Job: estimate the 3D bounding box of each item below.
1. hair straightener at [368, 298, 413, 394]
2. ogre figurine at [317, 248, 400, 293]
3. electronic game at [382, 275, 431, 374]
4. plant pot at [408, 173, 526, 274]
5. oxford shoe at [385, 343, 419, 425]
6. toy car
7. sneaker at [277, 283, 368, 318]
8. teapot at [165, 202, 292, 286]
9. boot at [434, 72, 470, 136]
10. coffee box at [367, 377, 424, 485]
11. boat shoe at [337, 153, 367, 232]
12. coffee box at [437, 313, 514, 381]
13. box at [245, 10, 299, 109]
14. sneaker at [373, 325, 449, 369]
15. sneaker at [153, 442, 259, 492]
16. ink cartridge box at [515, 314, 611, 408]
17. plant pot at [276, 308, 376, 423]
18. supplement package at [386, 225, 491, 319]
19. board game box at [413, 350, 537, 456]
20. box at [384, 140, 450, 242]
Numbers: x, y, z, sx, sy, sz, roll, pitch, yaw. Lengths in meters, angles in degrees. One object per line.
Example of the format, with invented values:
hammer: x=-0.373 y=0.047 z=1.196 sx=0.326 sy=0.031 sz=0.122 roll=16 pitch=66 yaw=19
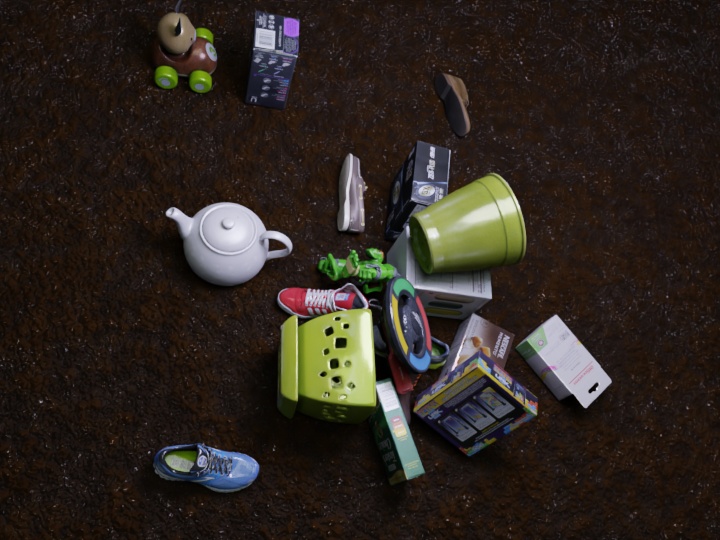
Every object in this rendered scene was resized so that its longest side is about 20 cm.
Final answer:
hair straightener: x=0.053 y=0.148 z=1.305 sx=0.041 sy=0.077 sz=0.201 roll=-23 pitch=101 yaw=-8
ogre figurine: x=0.000 y=0.000 z=1.431 sx=0.119 sy=0.200 sz=0.099 roll=6 pitch=72 yaw=-35
electronic game: x=0.098 y=0.108 z=1.293 sx=0.041 sy=0.200 sz=0.201 roll=-17 pitch=66 yaw=23
plant pot: x=0.210 y=-0.081 z=1.348 sx=0.192 sy=0.201 sz=0.201 roll=-16 pitch=72 yaw=-10
oxford shoe: x=0.097 y=0.233 z=1.363 sx=0.072 sy=0.071 sz=0.201 roll=-5 pitch=89 yaw=-2
toy car: x=-0.417 y=-0.554 z=1.530 sx=0.157 sy=0.200 sz=0.165 roll=3 pitch=66 yaw=-15
sneaker: x=-0.078 y=0.066 z=1.401 sx=0.199 sy=0.113 sz=0.072 roll=15 pitch=63 yaw=-10
teapot: x=-0.281 y=-0.070 z=1.384 sx=0.200 sy=0.146 sz=0.198 roll=-31 pitch=78 yaw=-27
boot: x=0.273 y=-0.457 z=1.766 sx=0.075 sy=0.074 sz=0.201 roll=-3 pitch=65 yaw=-28
coffee box: x=0.061 y=0.331 z=1.318 sx=0.044 sy=0.123 sz=0.201 roll=-14 pitch=73 yaw=-20
boat shoe: x=-0.016 y=-0.186 z=1.557 sx=0.059 sy=0.072 sz=0.201 roll=9 pitch=68 yaw=-19
coffee box: x=0.255 y=0.215 z=1.449 sx=0.114 sy=0.080 sz=0.201 roll=29 pitch=62 yaw=-2
box: x=-0.218 y=-0.506 z=1.566 sx=0.105 sy=0.200 sz=0.123 roll=6 pitch=65 yaw=-13
sneaker: x=0.109 y=0.159 z=1.431 sx=0.199 sy=0.081 sz=0.074 roll=14 pitch=63 yaw=-10
sneaker: x=-0.289 y=0.372 z=1.216 sx=0.199 sy=0.089 sz=0.079 roll=9 pitch=65 yaw=-12
ink cartridge box: x=0.478 y=0.221 z=1.518 sx=0.117 sy=0.067 sz=0.200 roll=-33 pitch=78 yaw=-27
plant pot: x=-0.076 y=0.197 z=1.301 sx=0.180 sy=0.199 sz=0.201 roll=2 pitch=67 yaw=-9
supplement package: x=0.175 y=0.010 z=1.477 sx=0.199 sy=0.152 sz=0.151 roll=8 pitch=65 yaw=-13
board game box: x=0.236 y=0.279 z=1.333 sx=0.165 sy=0.200 sz=0.057 roll=41 pitch=35 yaw=-9
box: x=0.132 y=-0.176 z=1.520 sx=0.086 sy=0.200 sz=0.165 roll=14 pitch=64 yaw=-11
